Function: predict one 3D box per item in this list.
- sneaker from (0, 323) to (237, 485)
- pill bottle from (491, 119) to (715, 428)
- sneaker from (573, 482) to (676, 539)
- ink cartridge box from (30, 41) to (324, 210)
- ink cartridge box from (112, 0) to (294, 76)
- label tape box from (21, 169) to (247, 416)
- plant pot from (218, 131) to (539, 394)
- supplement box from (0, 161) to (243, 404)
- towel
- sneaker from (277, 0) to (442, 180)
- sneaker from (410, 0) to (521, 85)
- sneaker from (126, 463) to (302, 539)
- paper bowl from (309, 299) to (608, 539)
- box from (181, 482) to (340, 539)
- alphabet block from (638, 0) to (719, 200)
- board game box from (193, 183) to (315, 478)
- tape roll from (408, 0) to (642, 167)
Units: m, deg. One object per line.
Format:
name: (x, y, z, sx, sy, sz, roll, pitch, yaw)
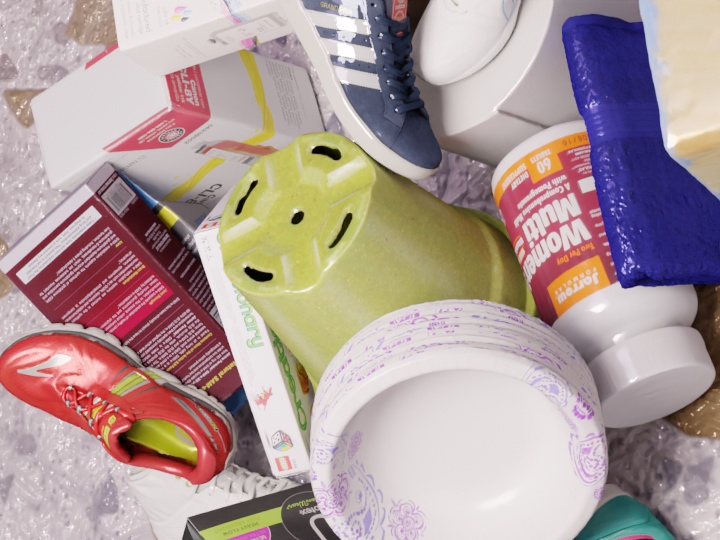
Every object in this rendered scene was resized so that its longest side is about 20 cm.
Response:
sneaker: (-0.188, 0.104, 1.637, 0.199, 0.085, 0.077, 21, 113, 1)
pill bottle: (0.174, 0.002, 1.517, 0.109, 0.109, 0.201, -35, 60, 29)
sneaker: (0.161, 0.254, 1.474, 0.121, 0.084, 0.200, 29, 77, 40)
ink cartridge box: (-0.145, -0.118, 1.750, 0.145, 0.199, 0.084, -30, 66, 32)
ink cartridge box: (-0.086, -0.234, 1.594, 0.199, 0.067, 0.117, -16, 71, 16)
label tape box: (-0.153, 0.024, 1.748, 0.200, 0.063, 0.144, 41, 112, -2)
plant pot: (0.000, 0.000, 1.539, 0.200, 0.184, 0.201, -19, 52, 26)
supplement box: (-0.175, 0.027, 1.683, 0.109, 0.061, 0.200, -38, 99, 22)
towel: (0.219, -0.082, 1.485, 0.050, 0.147, 0.201, 133, 131, -59)
sneaker: (0.012, -0.161, 1.479, 0.084, 0.075, 0.201, -33, 87, 28)
sneaker: (0.086, -0.216, 1.472, 0.201, 0.080, 0.071, -53, 54, 24)
sneaker: (-0.104, 0.177, 1.707, 0.199, 0.074, 0.116, -17, 109, 36)
paper bowl: (0.066, 0.107, 1.453, 0.201, 0.200, 0.105, -42, 24, 26)
box: (-0.059, 0.276, 1.590, 0.124, 0.148, 0.201, 47, 136, 35)
alphabet block: (0.299, -0.163, 1.366, 0.199, 0.195, 0.198, -15, 72, 23)
board game box: (-0.068, 0.042, 1.633, 0.034, 0.126, 0.201, -14, 106, 15)
tape roll: (0.101, -0.182, 1.596, 0.202, 0.139, 0.204, -9, 76, 38)
